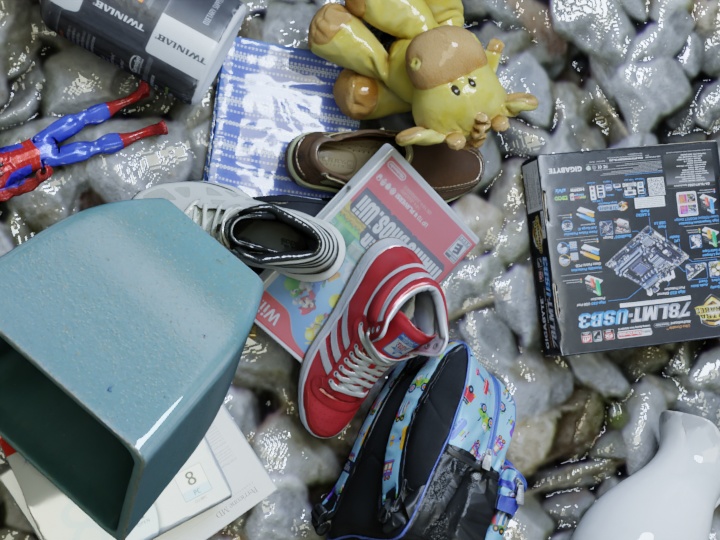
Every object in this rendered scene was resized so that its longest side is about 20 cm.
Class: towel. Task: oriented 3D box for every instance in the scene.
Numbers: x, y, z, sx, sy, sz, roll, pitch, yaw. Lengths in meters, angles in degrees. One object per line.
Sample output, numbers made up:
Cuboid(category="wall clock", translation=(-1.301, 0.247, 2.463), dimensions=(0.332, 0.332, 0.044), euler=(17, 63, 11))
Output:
Cuboid(category="towel", translation=(-0.073, -0.115, 1.317), dimensions=(0.144, 0.024, 0.201), euler=(8, 84, -14))

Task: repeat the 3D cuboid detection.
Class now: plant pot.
Cuboid(category="plant pot", translation=(-0.189, 0.060, 1.127), dimensions=(0.196, 0.196, 0.200), euler=(40, 58, 9))

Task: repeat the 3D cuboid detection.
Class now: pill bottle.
Cuboid(category="pill bottle", translation=(-0.212, -0.239, 1.245), dimensions=(0.200, 0.106, 0.106), euler=(28, 80, -5))

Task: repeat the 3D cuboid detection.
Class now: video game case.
Cuboid(category="video game case", translation=(0.000, 0.000, 1.279), dimensions=(0.200, 0.017, 0.143), euler=(-46, 124, 0))

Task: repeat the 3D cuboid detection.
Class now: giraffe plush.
Cuboid(category="giraffe plush", translation=(0.066, -0.174, 1.251), dimensions=(0.173, 0.162, 0.200), euler=(-42, 120, 7))

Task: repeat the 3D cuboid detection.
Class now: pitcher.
Cuboid(category="pitcher", translation=(0.297, 0.264, 1.343), dimensions=(0.172, 0.121, 0.200), euler=(50, 65, -22))

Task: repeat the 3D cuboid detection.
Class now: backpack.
Cuboid(category="backpack", translation=(0.069, 0.171, 1.260), dimensions=(0.134, 0.182, 0.200), euler=(30, 68, -18))

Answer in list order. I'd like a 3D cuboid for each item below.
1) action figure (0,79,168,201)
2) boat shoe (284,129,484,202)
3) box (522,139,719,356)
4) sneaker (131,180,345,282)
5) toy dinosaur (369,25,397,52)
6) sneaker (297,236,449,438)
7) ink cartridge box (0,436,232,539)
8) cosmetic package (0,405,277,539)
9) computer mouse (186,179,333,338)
Cuboid(category="action figure", translation=(-0.272, -0.115, 1.233), dimensions=(0.200, 0.099, 0.065), euler=(-24, 91, -12))
Cuboid(category="boat shoe", translation=(0.034, -0.098, 1.305), dimensions=(0.202, 0.075, 0.075), euler=(-3, 87, -23))
Cuboid(category="box", translation=(0.270, -0.023, 1.382), dimensions=(0.199, 0.050, 0.199), euler=(-6, 88, -15))
Cuboid(category="sneaker", translation=(-0.116, -0.045, 1.188), dimensions=(0.200, 0.115, 0.076), euler=(12, 83, 11))
Cuboid(category="toy dinosaur", translation=(0.029, -0.316, 1.337), dimensions=(0.135, 0.102, 0.201), euler=(17, 64, -27))
Cuboid(category="sneaker", translation=(0.011, 0.079, 1.241), dimensions=(0.071, 0.112, 0.200), euler=(16, 105, -29))
Cuboid(category="ink cartridge box", translation=(-0.225, 0.142, 1.198), dimensions=(0.160, 0.047, 0.200), euler=(-26, 91, -14))
Cuboid(category="cosmetic package", translation=(-0.198, 0.190, 1.249), dimensions=(0.200, 0.052, 0.151), euler=(-33, 91, -14))
Cuboid(category="computer mouse", translation=(-0.077, -0.005, 1.275), dimensions=(0.199, 0.046, 0.141), euler=(6, 86, -16))
